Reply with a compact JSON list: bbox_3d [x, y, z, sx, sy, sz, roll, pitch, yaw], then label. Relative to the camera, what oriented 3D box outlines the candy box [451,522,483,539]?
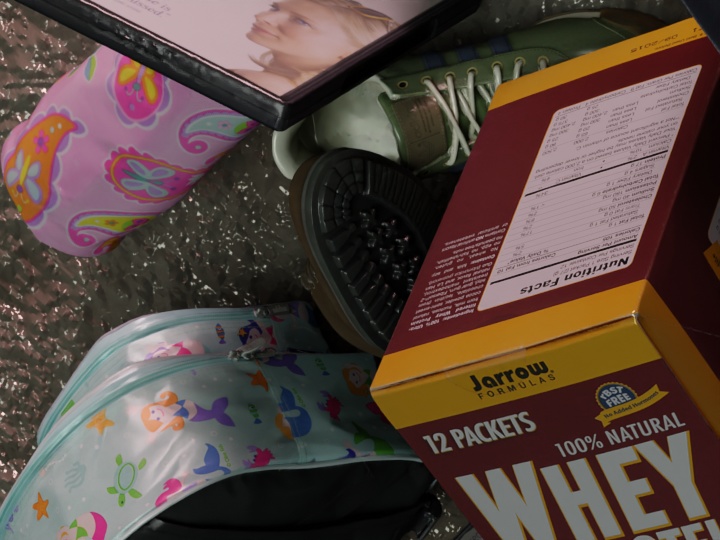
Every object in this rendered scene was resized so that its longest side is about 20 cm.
[{"bbox_3d":[0.108,0.242,1.448,0.199,0.071,0.169,29,123,17],"label":"candy box"}]

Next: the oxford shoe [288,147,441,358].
[{"bbox_3d":[0.000,0.000,1.350,0.084,0.073,0.200,20,161,29],"label":"oxford shoe"}]

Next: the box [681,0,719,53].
[{"bbox_3d":[0.209,-0.149,1.126,0.117,0.200,0.197,-36,90,36],"label":"box"}]

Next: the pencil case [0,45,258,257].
[{"bbox_3d":[-0.095,-0.087,1.414,0.088,0.087,0.200,51,127,1],"label":"pencil case"}]

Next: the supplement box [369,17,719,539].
[{"bbox_3d":[0.135,0.037,1.224,0.132,0.201,0.198,-17,123,36],"label":"supplement box"}]

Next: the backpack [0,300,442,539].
[{"bbox_3d":[-0.082,0.109,1.427,0.151,0.199,0.178,56,131,23],"label":"backpack"}]

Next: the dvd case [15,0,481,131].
[{"bbox_3d":[-0.046,-0.126,1.293,0.142,0.200,0.018,27,120,17],"label":"dvd case"}]

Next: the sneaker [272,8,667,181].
[{"bbox_3d":[0.047,-0.071,1.331,0.199,0.090,0.068,-5,108,33],"label":"sneaker"}]
